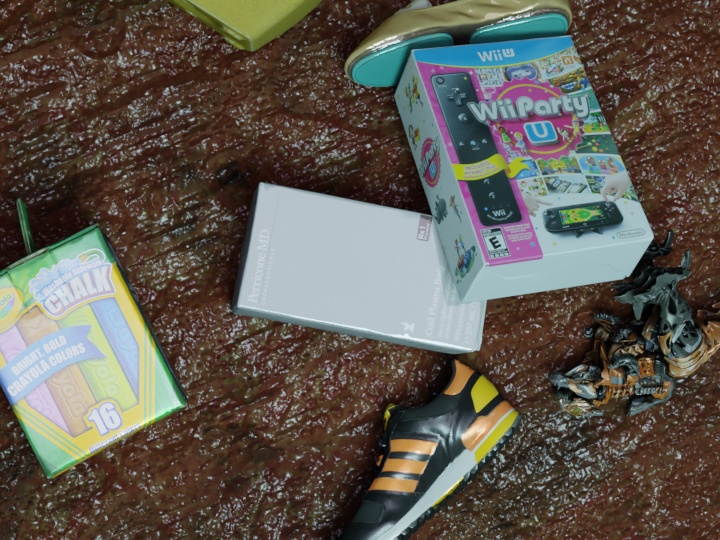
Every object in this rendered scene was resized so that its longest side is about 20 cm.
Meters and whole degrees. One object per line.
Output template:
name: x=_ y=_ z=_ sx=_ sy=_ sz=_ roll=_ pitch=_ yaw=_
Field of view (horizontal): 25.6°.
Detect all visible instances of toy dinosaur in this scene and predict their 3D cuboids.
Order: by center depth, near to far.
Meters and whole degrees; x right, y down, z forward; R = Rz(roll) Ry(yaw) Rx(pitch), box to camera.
toy dinosaur: x=0.246 y=0.046 z=1.323 sx=0.199 sy=0.102 sz=0.137 roll=-33 pitch=115 yaw=-20

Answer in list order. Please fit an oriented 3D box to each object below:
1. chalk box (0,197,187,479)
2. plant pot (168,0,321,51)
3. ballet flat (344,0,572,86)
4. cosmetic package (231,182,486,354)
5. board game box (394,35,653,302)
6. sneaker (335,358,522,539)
chalk box: x=-0.233 y=0.042 z=1.239 sx=0.123 sy=0.124 sz=0.201 roll=-27 pitch=90 yaw=-7
plant pot: x=-0.083 y=-0.287 z=1.241 sx=0.194 sy=0.194 sz=0.201 roll=30 pitch=91 yaw=-5
ballet flat: x=0.076 y=-0.203 z=1.323 sx=0.198 sy=0.069 sz=0.064 roll=-13 pitch=62 yaw=-9
cosmetic package: x=0.000 y=0.000 z=1.286 sx=0.198 sy=0.090 sz=0.108 roll=9 pitch=85 yaw=-10
board game box: x=0.126 y=-0.084 z=1.262 sx=0.146 sy=0.064 sz=0.202 roll=-8 pitch=61 yaw=-18
sneaker: x=0.036 y=0.159 z=1.301 sx=0.200 sy=0.070 sz=0.090 roll=-41 pitch=78 yaw=-6
